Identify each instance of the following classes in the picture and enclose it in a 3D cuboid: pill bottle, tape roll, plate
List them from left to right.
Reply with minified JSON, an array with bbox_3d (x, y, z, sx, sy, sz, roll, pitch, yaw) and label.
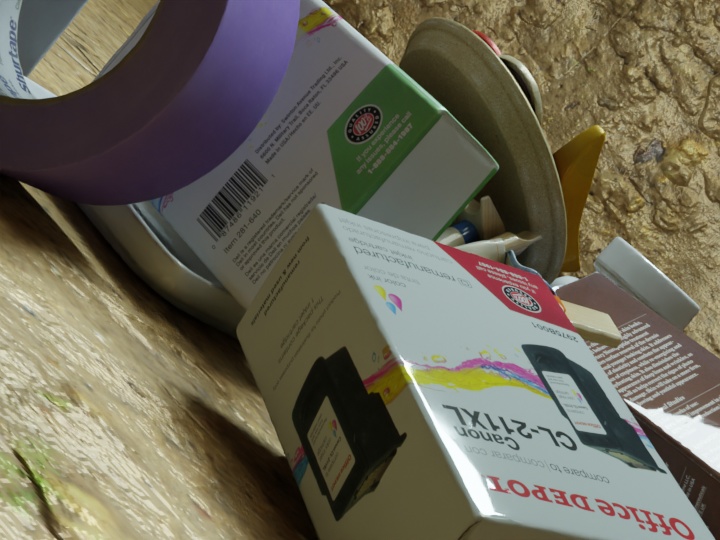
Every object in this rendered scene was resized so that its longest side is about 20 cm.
[{"bbox_3d":[-0.137,-0.138,0.742,0.200,0.200,0.085,44,6,21],"label":"tape roll"},{"bbox_3d":[-0.109,-0.019,0.884,0.200,0.032,0.199,46,8,34],"label":"plate"},{"bbox_3d":[0.156,0.077,1.103,0.112,0.200,0.112,41,6,-5],"label":"pill bottle"}]

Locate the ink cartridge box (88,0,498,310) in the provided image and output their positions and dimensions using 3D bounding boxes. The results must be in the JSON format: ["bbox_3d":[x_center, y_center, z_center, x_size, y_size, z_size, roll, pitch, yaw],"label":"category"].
[{"bbox_3d":[-0.046,-0.074,0.827,0.200,0.145,0.084,45,6,33],"label":"ink cartridge box"}]

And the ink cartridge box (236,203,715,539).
[{"bbox_3d":[0.048,0.076,0.649,0.145,0.083,0.200,17,29,-34],"label":"ink cartridge box"}]

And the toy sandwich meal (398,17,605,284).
[{"bbox_3d":[0.093,-0.075,0.958,0.206,0.070,0.206,54,-21,32],"label":"toy sandwich meal"}]

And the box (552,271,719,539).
[{"bbox_3d":[0.183,0.091,0.947,0.100,0.075,0.200,-20,47,-37],"label":"box"}]

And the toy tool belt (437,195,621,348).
[{"bbox_3d":[0.049,0.013,0.890,0.122,0.126,0.200,-18,36,-34],"label":"toy tool belt"}]

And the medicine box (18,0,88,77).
[{"bbox_3d":[-0.273,-0.221,0.931,0.182,0.103,0.200,39,7,-29],"label":"medicine box"}]
